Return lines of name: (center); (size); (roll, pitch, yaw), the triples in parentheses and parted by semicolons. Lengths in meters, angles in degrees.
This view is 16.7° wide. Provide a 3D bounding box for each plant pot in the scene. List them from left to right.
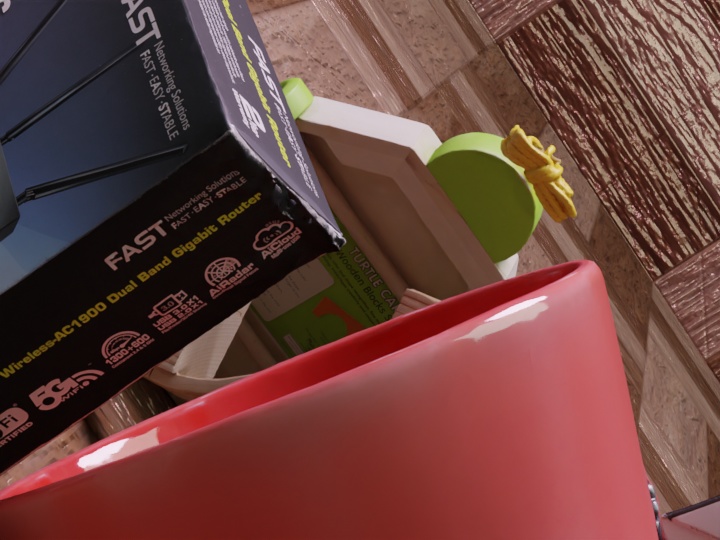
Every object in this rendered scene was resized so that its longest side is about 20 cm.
plant pot: (0.009, 0.113, 0.733); (0.200, 0.200, 0.178); (-24, 92, -79)

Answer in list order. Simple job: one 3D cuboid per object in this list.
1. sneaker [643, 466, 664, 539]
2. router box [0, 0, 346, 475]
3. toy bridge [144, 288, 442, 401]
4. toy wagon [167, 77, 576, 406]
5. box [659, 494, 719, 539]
sneaker: (0.075, 0.132, 0.855); (0.098, 0.071, 0.201); (126, -53, -66)
router box: (-0.104, -0.047, 0.753); (0.062, 0.150, 0.200); (44, 17, -45)
toy bridge: (-0.054, 0.013, 0.881); (0.200, 0.067, 0.027); (23, -8, 33)
toy wagon: (0.000, 0.000, 0.944); (0.155, 0.200, 0.040); (54, 29, -13)
box: (0.148, 0.125, 0.802); (0.200, 0.060, 0.117); (29, 41, -79)
